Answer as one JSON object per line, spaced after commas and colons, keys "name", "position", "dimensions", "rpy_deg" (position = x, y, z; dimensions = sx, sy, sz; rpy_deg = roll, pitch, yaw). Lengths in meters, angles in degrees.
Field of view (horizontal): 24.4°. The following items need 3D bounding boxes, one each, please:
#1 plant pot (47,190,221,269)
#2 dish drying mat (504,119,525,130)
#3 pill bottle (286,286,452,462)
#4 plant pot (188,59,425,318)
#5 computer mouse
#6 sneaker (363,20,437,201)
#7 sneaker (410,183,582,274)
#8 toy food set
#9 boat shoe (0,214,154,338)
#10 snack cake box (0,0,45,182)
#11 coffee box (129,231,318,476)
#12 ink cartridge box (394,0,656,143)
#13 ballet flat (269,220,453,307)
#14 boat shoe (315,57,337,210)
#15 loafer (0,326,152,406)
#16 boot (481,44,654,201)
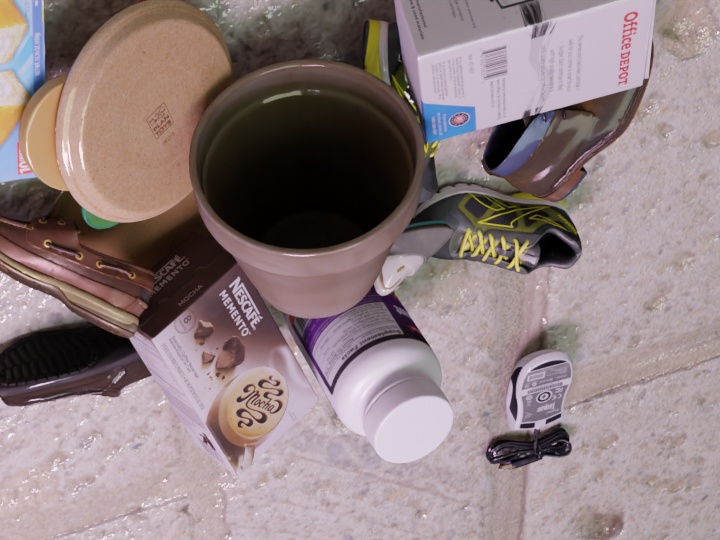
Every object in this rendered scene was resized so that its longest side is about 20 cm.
{"name": "plant pot", "position": [-0.199, -0.043, 1.531], "dimensions": [0.199, 0.028, 0.201], "rpy_deg": [-15, 131, -18]}
{"name": "dish drying mat", "position": [0.145, -0.178, 1.619], "dimensions": [0.199, 0.018, 0.077], "rpy_deg": [13, 120, -35]}
{"name": "pill bottle", "position": [0.012, 0.090, 1.625], "dimensions": [0.111, 0.200, 0.112], "rpy_deg": [-15, 133, -17]}
{"name": "plant pot", "position": [-0.043, -0.050, 1.443], "dimensions": [0.199, 0.201, 0.174], "rpy_deg": [-21, 149, -12]}
{"name": "computer mouse", "position": [0.201, 0.151, 1.906], "dimensions": [0.109, 0.044, 0.201], "rpy_deg": [-11, 136, -15]}
{"name": "sneaker", "position": [0.055, -0.142, 1.528], "dimensions": [0.084, 0.075, 0.201], "rpy_deg": [-5, 134, 12]}
{"name": "sneaker", "position": [0.140, -0.038, 1.683], "dimensions": [0.198, 0.085, 0.075], "rpy_deg": [-6, 128, -25]}
{"name": "toy food set", "position": [-0.183, -0.131, 1.399], "dimensions": [0.201, 0.048, 0.198], "rpy_deg": [-58, 143, -10]}
{"name": "boat shoe", "position": [-0.272, -0.015, 1.453], "dimensions": [0.199, 0.072, 0.068], "rpy_deg": [30, 80, -8]}
{"name": "snack cake box", "position": [-0.316, -0.167, 1.334], "dimensions": [0.114, 0.067, 0.201], "rpy_deg": [-12, 131, -22]}
{"name": "coffee box", "position": [-0.135, 0.079, 1.561], "dimensions": [0.113, 0.080, 0.201], "rpy_deg": [-41, 132, -18]}
{"name": "ink cartridge box", "position": [0.136, -0.197, 1.383], "dimensions": [0.198, 0.085, 0.146], "rpy_deg": [-16, 155, -2]}
{"name": "ballet flat", "position": [0.000, 0.000, 1.595], "dimensions": [0.198, 0.064, 0.067], "rpy_deg": [-9, 162, -16]}
{"name": "boat shoe", "position": [-0.029, -0.105, 1.542], "dimensions": [0.060, 0.072, 0.202], "rpy_deg": [-26, 137, -13]}
{"name": "loafer", "position": [-0.254, 0.097, 1.581], "dimensions": [0.198, 0.073, 0.072], "rpy_deg": [-13, 130, -20]}
{"name": "boot", "position": [0.200, -0.154, 1.603], "dimensions": [0.096, 0.075, 0.201], "rpy_deg": [10, 122, -38]}
